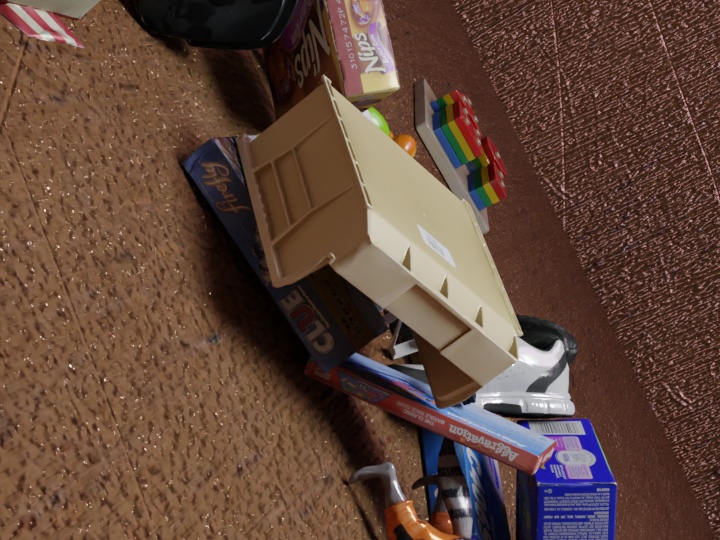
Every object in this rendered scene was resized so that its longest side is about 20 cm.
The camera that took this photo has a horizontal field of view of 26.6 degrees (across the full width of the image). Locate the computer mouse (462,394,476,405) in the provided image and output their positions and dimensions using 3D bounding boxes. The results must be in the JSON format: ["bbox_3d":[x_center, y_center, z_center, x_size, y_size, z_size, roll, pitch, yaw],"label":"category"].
[{"bbox_3d":[0.076,0.056,1.313,0.200,0.034,0.059,-112,179,-61],"label":"computer mouse"}]

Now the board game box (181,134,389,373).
[{"bbox_3d":[-0.057,-0.018,1.235,0.200,0.035,0.135,56,13,2],"label":"board game box"}]

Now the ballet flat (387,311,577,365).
[{"bbox_3d":[0.120,0.065,1.525,0.057,0.200,0.067,0,104,-68],"label":"ballet flat"}]

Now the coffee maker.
[{"bbox_3d":[-0.108,-0.301,1.290,0.135,0.192,0.200,84,-7,-61],"label":"coffee maker"}]

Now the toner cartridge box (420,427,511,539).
[{"bbox_3d":[0.100,0.213,1.431,0.095,0.043,0.200,57,16,-32],"label":"toner cartridge box"}]

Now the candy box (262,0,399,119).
[{"bbox_3d":[-0.032,-0.196,1.391,0.200,0.056,0.117,162,-84,-71],"label":"candy box"}]

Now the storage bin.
[{"bbox_3d":[0.017,-0.018,1.186,0.200,0.094,0.199,39,22,-37],"label":"storage bin"}]

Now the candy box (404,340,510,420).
[{"bbox_3d":[0.089,0.076,1.613,0.117,0.056,0.200,39,26,-58],"label":"candy box"}]

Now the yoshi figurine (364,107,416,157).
[{"bbox_3d":[-0.018,-0.171,1.562,0.200,0.112,0.112,53,21,-29],"label":"yoshi figurine"}]

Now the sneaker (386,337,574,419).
[{"bbox_3d":[0.108,0.096,1.426,0.074,0.200,0.080,-13,-107,63],"label":"sneaker"}]

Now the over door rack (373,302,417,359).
[{"bbox_3d":[0.000,0.000,1.427,0.200,0.067,0.148,64,6,-73],"label":"over door rack"}]

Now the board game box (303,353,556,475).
[{"bbox_3d":[0.059,0.113,1.244,0.200,0.019,0.103,23,5,14],"label":"board game box"}]

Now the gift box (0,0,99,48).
[{"bbox_3d":[-0.194,-0.252,0.883,0.200,0.187,0.185,12,50,-54],"label":"gift box"}]

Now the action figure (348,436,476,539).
[{"bbox_3d":[0.067,0.228,1.171,0.194,0.105,0.200,59,7,26],"label":"action figure"}]

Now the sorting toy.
[{"bbox_3d":[0.159,-0.185,2.312,0.200,0.070,0.199,58,15,-22],"label":"sorting toy"}]

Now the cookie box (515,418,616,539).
[{"bbox_3d":[0.183,0.257,1.387,0.171,0.075,0.200,-88,179,-76],"label":"cookie box"}]
